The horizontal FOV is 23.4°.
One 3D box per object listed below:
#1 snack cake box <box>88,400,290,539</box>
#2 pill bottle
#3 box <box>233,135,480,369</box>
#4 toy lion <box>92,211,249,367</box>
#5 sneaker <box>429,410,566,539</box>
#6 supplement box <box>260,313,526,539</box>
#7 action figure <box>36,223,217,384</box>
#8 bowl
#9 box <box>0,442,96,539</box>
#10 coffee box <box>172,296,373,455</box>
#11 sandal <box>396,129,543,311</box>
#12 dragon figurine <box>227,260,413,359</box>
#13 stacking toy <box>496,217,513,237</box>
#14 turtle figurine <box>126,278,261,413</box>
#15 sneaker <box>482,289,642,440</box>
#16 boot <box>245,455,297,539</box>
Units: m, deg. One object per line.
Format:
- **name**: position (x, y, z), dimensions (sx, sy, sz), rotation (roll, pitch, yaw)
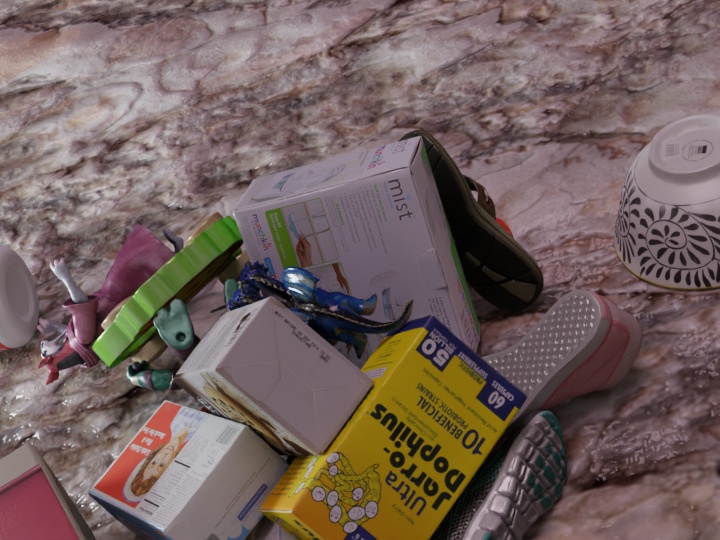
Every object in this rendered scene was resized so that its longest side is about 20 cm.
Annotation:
- **snack cake box**: position (-0.152, 0.188, 1.537), dimensions (0.115, 0.067, 0.200), rotation (-52, 23, -15)
- **pill bottle**: position (-0.461, 0.047, 1.908), dimensions (0.198, 0.113, 0.113), rotation (-14, 38, 15)
- **box**: position (0.000, 0.000, 1.616), dimensions (0.175, 0.202, 0.097), rotation (-15, 19, 14)
- **toy lion**: position (-0.184, 0.022, 1.670), dimensions (0.200, 0.069, 0.192), rotation (-43, -1, 13)
- **sneaker**: position (0.102, 0.191, 1.451), dimensions (0.091, 0.078, 0.200), rotation (3, 43, 39)
- **supplement box**: position (0.026, 0.151, 1.435), dimensions (0.201, 0.109, 0.109), rotation (-53, 9, -16)
- **action figure**: position (-0.263, 0.048, 1.836), dimensions (0.148, 0.134, 0.201), rotation (35, 72, 5)
- **bowl**: position (0.324, -0.085, 1.638), dimensions (0.199, 0.095, 0.202), rotation (-15, 37, 12)
- **box**: position (-0.278, 0.270, 1.521), dimensions (0.108, 0.129, 0.200), rotation (-33, 37, -9)
- **coffee box**: position (-0.079, 0.093, 1.470), dimensions (0.080, 0.113, 0.200), rotation (-52, 9, -14)
- **sandal**: position (0.099, -0.047, 1.662), dimensions (0.080, 0.201, 0.057), rotation (-35, 8, 33)
- **dragon figurine**: position (-0.041, 0.033, 1.509), dimensions (0.199, 0.099, 0.059), rotation (10, 82, 59)
- **stacking toy**: position (0.054, -0.011, 1.720), dimensions (0.198, 0.086, 0.086), rotation (-16, 37, 4)
- **turtle figurine**: position (-0.142, 0.077, 1.663), dimensions (0.149, 0.200, 0.101), rotation (-38, 76, -17)
- **sneaker**: position (0.166, 0.096, 1.538), dimensions (0.200, 0.104, 0.076), rotation (-42, 56, 26)
- **boot**: position (-0.067, 0.186, 1.553), dimensions (0.095, 0.074, 0.201), rotation (-14, 32, 26)
